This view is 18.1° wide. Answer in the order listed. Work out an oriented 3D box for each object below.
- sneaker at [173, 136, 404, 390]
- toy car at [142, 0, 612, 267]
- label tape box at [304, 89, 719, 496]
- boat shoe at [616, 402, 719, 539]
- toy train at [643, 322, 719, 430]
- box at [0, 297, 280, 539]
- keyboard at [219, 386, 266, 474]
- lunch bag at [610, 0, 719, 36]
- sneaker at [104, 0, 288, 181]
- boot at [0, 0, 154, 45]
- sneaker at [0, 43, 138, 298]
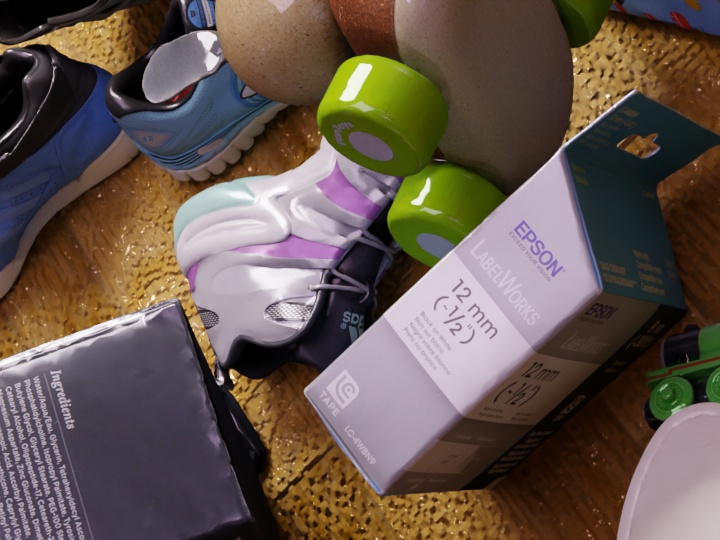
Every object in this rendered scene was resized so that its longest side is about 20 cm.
[{"bbox_3d":[0.000,0.000,1.155,0.199,0.078,0.141,-29,62,29],"label":"sneaker"},{"bbox_3d":[-0.008,-0.111,1.077,0.199,0.158,0.165,10,62,33],"label":"toy car"},{"bbox_3d":[0.087,0.016,1.025,0.200,0.143,0.066,-42,71,15],"label":"label tape box"},{"bbox_3d":[0.154,0.160,0.978,0.072,0.060,0.203,-10,66,31],"label":"boat shoe"},{"bbox_3d":[0.215,0.032,1.001,0.199,0.042,0.057,-15,53,31],"label":"toy train"},{"bbox_3d":[-0.142,0.134,1.070,0.196,0.200,0.124,-21,62,-2],"label":"box"},{"bbox_3d":[-0.142,0.122,1.237,0.200,0.040,0.104,-39,77,16],"label":"keyboard"},{"bbox_3d":[0.186,-0.223,1.103,0.150,0.094,0.201,21,76,42],"label":"lunch bag"},{"bbox_3d":[-0.057,-0.129,1.231,0.200,0.090,0.079,-41,53,15],"label":"sneaker"},{"bbox_3d":[-0.110,-0.174,1.260,0.199,0.131,0.068,-18,105,36],"label":"boot"},{"bbox_3d":[-0.225,-0.052,1.308,0.200,0.111,0.077,-40,53,17],"label":"sneaker"}]
